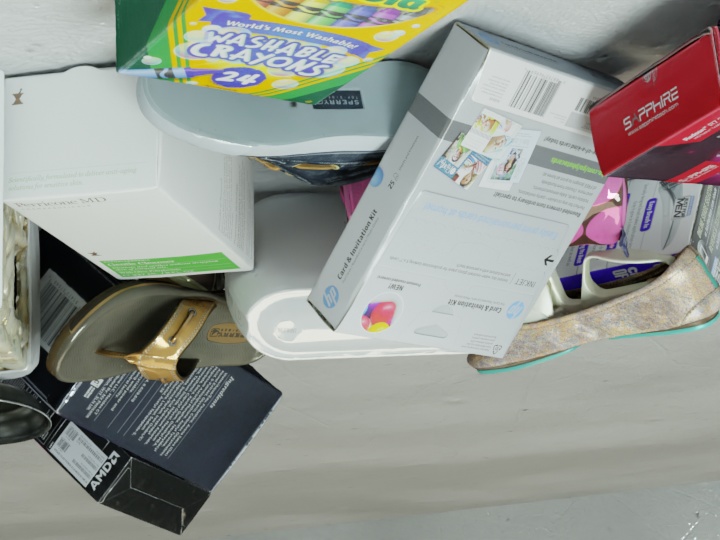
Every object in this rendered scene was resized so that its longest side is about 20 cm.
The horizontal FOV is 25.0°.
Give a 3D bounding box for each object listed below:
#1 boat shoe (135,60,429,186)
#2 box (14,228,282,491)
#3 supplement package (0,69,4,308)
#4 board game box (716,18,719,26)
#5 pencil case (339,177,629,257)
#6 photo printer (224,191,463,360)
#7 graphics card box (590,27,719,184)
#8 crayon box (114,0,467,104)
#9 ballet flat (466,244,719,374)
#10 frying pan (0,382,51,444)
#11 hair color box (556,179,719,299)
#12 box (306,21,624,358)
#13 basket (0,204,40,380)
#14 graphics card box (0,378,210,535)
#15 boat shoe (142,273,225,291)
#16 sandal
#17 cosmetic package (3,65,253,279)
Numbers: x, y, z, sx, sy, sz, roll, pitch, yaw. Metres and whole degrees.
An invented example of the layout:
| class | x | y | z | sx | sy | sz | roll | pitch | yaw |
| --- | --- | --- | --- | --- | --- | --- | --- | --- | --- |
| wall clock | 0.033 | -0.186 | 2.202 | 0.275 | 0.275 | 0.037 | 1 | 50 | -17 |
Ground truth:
| class | x | y | z | sx | sy | sz | roll | pitch | yaw |
| --- | --- | --- | --- | --- | --- | --- | --- | --- | --- |
| boat shoe | -0.051 | -0.088 | 1.001 | 0.200 | 0.071 | 0.091 | 2 | 160 | -26 |
| box | -0.184 | 0.072 | 1.305 | 0.148 | 0.104 | 0.200 | 36 | 178 | 43 |
| supplement package | -0.327 | -0.053 | 0.920 | 0.150 | 0.152 | 0.200 | -13 | 162 | 34 |
| board game box | 0.274 | -0.126 | 1.019 | 0.120 | 0.032 | 0.200 | -1 | 165 | 2 |
| pencil case | 0.085 | -0.051 | 1.125 | 0.200 | 0.091 | 0.094 | 0 | 144 | 0 |
| photo printer | 0.000 | 0.000 | 1.194 | 0.200 | 0.070 | 0.166 | -2 | -151 | -3 |
| graphics card box | 0.256 | -0.091 | 0.972 | 0.200 | 0.051 | 0.125 | 2 | 163 | -26 |
| crayon box | -0.030 | -0.148 | 0.833 | 0.126 | 0.052 | 0.200 | 6 | 162 | -30 |
| ballet flat | 0.160 | 0.021 | 1.173 | 0.200 | 0.067 | 0.068 | -15 | -163 | 25 |
| frying pan | -0.316 | 0.098 | 1.186 | 0.190 | 0.031 | 0.115 | 17 | 150 | -37 |
| hair color box | 0.179 | -0.008 | 1.251 | 0.200 | 0.109 | 0.065 | -14 | 123 | 32 |
| box | 0.076 | -0.043 | 1.022 | 0.156 | 0.041 | 0.200 | 10 | 115 | -41 |
| basket | -0.342 | 0.006 | 1.172 | 0.200 | 0.136 | 0.123 | -4 | 161 | 1 |
| graphics card box | -0.229 | 0.136 | 1.370 | 0.200 | 0.051 | 0.125 | 35 | 178 | 34 |
| boat shoe | -0.135 | 0.000 | 1.309 | 0.073 | 0.065 | 0.200 | 34 | 175 | -9 |
| sandal | -0.133 | 0.054 | 1.184 | 0.200 | 0.055 | 0.082 | 4 | 120 | -43 |
| cosmetic package | -0.146 | -0.060 | 1.064 | 0.107 | 0.085 | 0.200 | -4 | 166 | 14 |
